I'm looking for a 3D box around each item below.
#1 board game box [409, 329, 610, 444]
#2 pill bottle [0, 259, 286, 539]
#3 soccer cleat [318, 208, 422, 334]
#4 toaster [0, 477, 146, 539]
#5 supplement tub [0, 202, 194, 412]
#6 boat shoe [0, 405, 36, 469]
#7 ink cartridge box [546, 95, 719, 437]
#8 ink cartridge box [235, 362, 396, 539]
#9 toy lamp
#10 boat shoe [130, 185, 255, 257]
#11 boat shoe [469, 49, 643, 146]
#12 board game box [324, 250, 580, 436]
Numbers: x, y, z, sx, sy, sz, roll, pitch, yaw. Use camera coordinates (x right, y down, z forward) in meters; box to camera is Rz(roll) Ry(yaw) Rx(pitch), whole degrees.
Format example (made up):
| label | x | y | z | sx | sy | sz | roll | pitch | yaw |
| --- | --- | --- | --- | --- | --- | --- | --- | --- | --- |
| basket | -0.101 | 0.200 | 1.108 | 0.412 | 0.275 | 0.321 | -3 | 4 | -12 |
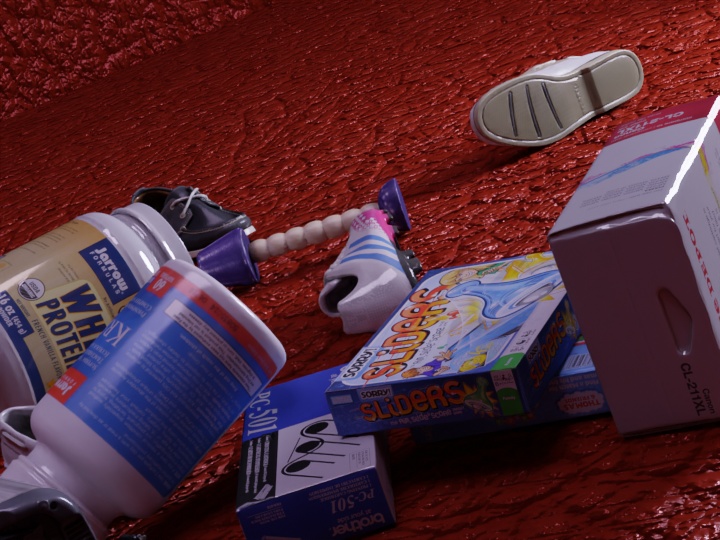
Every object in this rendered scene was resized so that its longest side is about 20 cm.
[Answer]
| label | x | y | z | sx | sy | sz | roll | pitch | yaw |
| --- | --- | --- | --- | --- | --- | --- | --- | --- | --- |
| board game box | 0.130 | 0.049 | 1.278 | 0.151 | 0.037 | 0.200 | -12 | 19 | 25 |
| pill bottle | -0.154 | 0.099 | 1.259 | 0.200 | 0.112 | 0.112 | -49 | 24 | -13 |
| soccer cleat | 0.000 | 0.000 | 1.529 | 0.086 | 0.070 | 0.200 | -21 | 17 | -3 |
| toaster | -0.241 | 0.197 | 1.124 | 0.200 | 0.114 | 0.129 | -32 | 17 | -25 |
| supplement tub | -0.249 | 0.038 | 1.578 | 0.200 | 0.144 | 0.144 | -30 | 19 | -27 |
| boat shoe | -0.206 | 0.131 | 1.370 | 0.200 | 0.065 | 0.074 | -6 | 22 | 40 |
| ink cartridge box | 0.200 | -0.006 | 1.177 | 0.083 | 0.146 | 0.200 | -14 | 18 | 26 |
| ink cartridge box | -0.030 | 0.123 | 1.223 | 0.094 | 0.044 | 0.200 | -18 | 16 | 4 |
| toy lamp | -0.054 | -0.030 | 1.718 | 0.200 | 0.058 | 0.058 | -17 | 17 | 7 |
| boat shoe | -0.181 | -0.053 | 1.924 | 0.072 | 0.068 | 0.200 | -28 | 19 | -29 |
| boat shoe | 0.189 | -0.171 | 1.855 | 0.200 | 0.075 | 0.068 | -18 | 11 | -26 |
| board game box | 0.076 | 0.044 | 1.227 | 0.135 | 0.034 | 0.200 | -10 | 19 | 26 |
